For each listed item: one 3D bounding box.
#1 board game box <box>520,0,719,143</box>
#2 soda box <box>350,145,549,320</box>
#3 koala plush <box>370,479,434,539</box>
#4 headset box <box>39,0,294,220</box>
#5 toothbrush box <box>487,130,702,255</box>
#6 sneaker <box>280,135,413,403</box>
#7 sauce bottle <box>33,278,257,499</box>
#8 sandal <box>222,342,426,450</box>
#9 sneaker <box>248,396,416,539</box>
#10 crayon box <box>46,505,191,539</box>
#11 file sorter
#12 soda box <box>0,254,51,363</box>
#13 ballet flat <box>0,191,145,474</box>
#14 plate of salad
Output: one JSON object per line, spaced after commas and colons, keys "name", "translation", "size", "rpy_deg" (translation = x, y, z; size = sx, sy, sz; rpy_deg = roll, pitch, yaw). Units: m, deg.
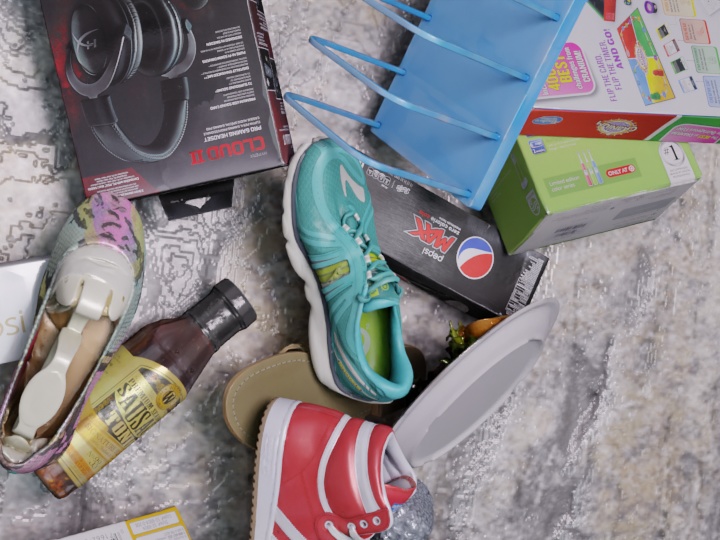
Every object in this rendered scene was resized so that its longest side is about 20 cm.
{"name": "board game box", "translation": [0.204, -0.177, 0.949], "size": [0.197, 0.040, 0.155], "rpy_deg": [1, 68, -15]}
{"name": "soda box", "translation": [0.048, -0.025, 0.991], "size": [0.199, 0.071, 0.064], "rpy_deg": [28, 81, -20]}
{"name": "koala plush", "translation": [0.048, 0.297, 0.917], "size": [0.184, 0.200, 0.177], "rpy_deg": [-46, 116, 1]}
{"name": "headset box", "translation": [-0.136, -0.140, 0.886], "size": [0.147, 0.077, 0.203], "rpy_deg": [-11, 95, 6]}
{"name": "toothbrush box", "translation": [0.160, -0.131, 0.988], "size": [0.144, 0.086, 0.202], "rpy_deg": [-14, 74, -21]}
{"name": "sneaker", "translation": [0.000, 0.000, 0.892], "size": [0.077, 0.079, 0.202], "rpy_deg": [-22, 107, -31]}
{"name": "sauce bottle", "translation": [-0.164, 0.082, 0.915], "size": [0.200, 0.066, 0.066], "rpy_deg": [-41, 105, -14]}
{"name": "sandal", "translation": [-0.043, 0.092, 0.967], "size": [0.210, 0.069, 0.079], "rpy_deg": [-7, 102, -44]}
{"name": "sneaker", "translation": [-0.019, 0.196, 0.881], "size": [0.111, 0.071, 0.203], "rpy_deg": [7, 106, 15]}
{"name": "crayon box", "translation": [-0.146, 0.277, 0.861], "size": [0.125, 0.052, 0.201], "rpy_deg": [-4, 59, -51]}
{"name": "file sorter", "translation": [0.051, -0.173, 0.880], "size": [0.122, 0.139, 0.202], "rpy_deg": [12, 111, -41]}
{"name": "soda box", "translation": [-0.298, 0.038, 0.862], "size": [0.198, 0.064, 0.069], "rpy_deg": [-11, 96, -20]}
{"name": "ballet flat", "translation": [-0.194, 0.045, 0.829], "size": [0.068, 0.071, 0.202], "rpy_deg": [22, 88, -12]}
{"name": "plate of salad", "translation": [0.077, 0.087, 0.961], "size": [0.199, 0.201, 0.048], "rpy_deg": [-39, 70, -16]}
